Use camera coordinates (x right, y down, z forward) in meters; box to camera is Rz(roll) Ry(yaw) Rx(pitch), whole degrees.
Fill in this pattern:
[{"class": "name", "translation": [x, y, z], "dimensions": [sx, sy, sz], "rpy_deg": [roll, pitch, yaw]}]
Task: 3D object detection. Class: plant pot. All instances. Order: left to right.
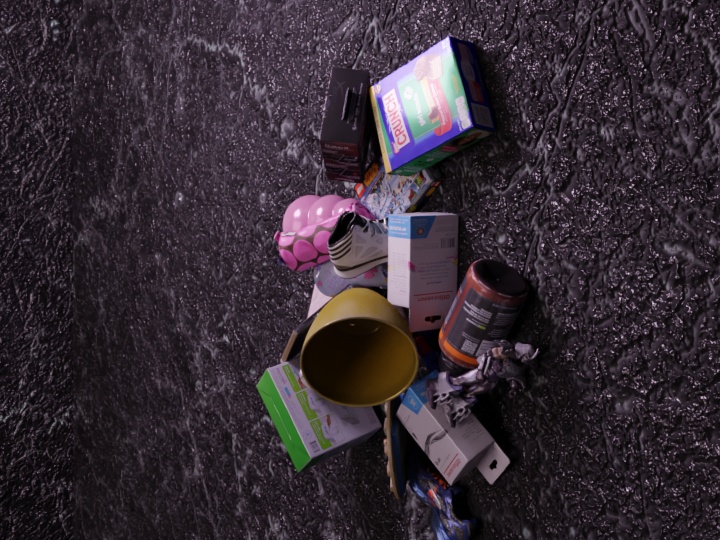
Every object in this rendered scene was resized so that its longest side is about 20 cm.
[{"class": "plant pot", "translation": [-0.001, 0.113, 1.537], "dimensions": [0.143, 0.198, 0.201], "rpy_deg": [-90, 20, -54]}]

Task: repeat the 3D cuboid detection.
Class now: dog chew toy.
[{"class": "dog chew toy", "translation": [-0.064, -0.098, 1.823], "dimensions": [0.199, 0.124, 0.126], "rpy_deg": [-7, 88, 41]}]

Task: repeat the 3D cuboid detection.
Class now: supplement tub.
[{"class": "supplement tub", "translation": [0.194, 0.088, 1.483], "dimensions": [0.107, 0.106, 0.201], "rpy_deg": [51, 132, 38]}]

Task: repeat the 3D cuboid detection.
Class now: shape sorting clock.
[{"class": "shape sorting clock", "translation": [0.063, 0.320, 1.658], "dimensions": [0.039, 0.200, 0.202], "rpy_deg": [-3, 91, 12]}]

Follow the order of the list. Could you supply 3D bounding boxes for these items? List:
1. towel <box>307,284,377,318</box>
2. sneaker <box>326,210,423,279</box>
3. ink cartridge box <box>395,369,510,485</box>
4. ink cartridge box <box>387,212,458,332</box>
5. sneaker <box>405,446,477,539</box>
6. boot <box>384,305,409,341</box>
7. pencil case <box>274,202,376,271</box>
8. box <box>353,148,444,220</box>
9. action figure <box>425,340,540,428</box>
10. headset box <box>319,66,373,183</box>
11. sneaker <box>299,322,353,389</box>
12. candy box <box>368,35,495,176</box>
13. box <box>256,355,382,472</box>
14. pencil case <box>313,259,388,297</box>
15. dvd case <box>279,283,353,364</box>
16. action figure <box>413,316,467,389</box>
[{"class": "towel", "translation": [-0.043, 0.081, 1.882], "dimensions": [0.191, 0.032, 0.202], "rpy_deg": [43, 127, 43]}, {"class": "sneaker", "translation": [0.032, -0.069, 1.606], "dimensions": [0.076, 0.199, 0.116], "rpy_deg": [59, 175, 40]}, {"class": "ink cartridge box", "translation": [0.155, 0.285, 1.533], "dimensions": [0.200, 0.066, 0.116], "rpy_deg": [50, 151, 21]}, {"class": "ink cartridge box", "translation": [0.110, 0.001, 1.583], "dimensions": [0.068, 0.114, 0.202], "rpy_deg": [10, 101, 54]}, {"class": "sneaker", "translation": [0.152, 0.404, 1.621], "dimensions": [0.078, 0.075, 0.201], "rpy_deg": [-45, 59, 28]}, {"class": "boot", "translation": [0.043, 0.153, 1.682], "dimensions": [0.200, 0.064, 0.189], "rpy_deg": [161, 111, -72]}, {"class": "pencil case", "translation": [-0.065, -0.067, 1.720], "dimensions": [0.199, 0.091, 0.094], "rpy_deg": [-22, 117, 25]}, {"class": "box", "translation": [0.068, -0.165, 1.690], "dimensions": [0.200, 0.040, 0.138], "rpy_deg": [-50, 56, 45]}, {"class": "action figure", "translation": [0.204, 0.172, 1.432], "dimensions": [0.199, 0.130, 0.070], "rpy_deg": [-34, 42, 26]}, {"class": "headset box", "translation": [-0.024, -0.270, 1.658], "dimensions": [0.200, 0.074, 0.150], "rpy_deg": [80, -162, -72]}, {"class": "sneaker", "translation": [-0.037, 0.151, 1.752], "dimensions": [0.083, 0.081, 0.201], "rpy_deg": [27, 87, 24]}, {"class": "candy box", "translation": [0.118, -0.278, 1.543], "dimensions": [0.199, 0.077, 0.171], "rpy_deg": [-25, 71, 41]}, {"class": "box", "translation": [-0.083, 0.272, 1.806], "dimensions": [0.201, 0.175, 0.097], "rpy_deg": [60, 147, 17]}, {"class": "pencil case", "translation": [0.000, 0.000, 1.739], "dimensions": [0.199, 0.083, 0.091], "rpy_deg": [-9, 118, 42]}, {"class": "dvd case", "translation": [-0.089, 0.109, 1.758], "dimensions": [0.016, 0.148, 0.200], "rpy_deg": [46, 155, 9]}, {"class": "action figure", "translation": [0.134, 0.144, 1.605], "dimensions": [0.200, 0.065, 0.100], "rpy_deg": [44, 142, 42]}]
